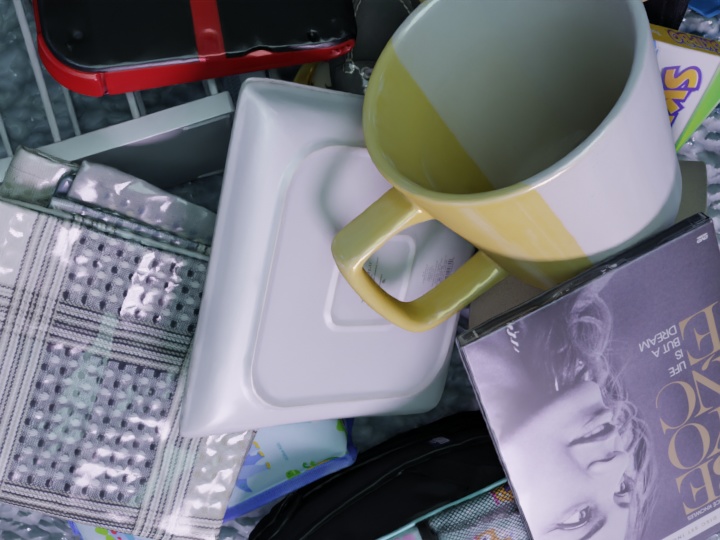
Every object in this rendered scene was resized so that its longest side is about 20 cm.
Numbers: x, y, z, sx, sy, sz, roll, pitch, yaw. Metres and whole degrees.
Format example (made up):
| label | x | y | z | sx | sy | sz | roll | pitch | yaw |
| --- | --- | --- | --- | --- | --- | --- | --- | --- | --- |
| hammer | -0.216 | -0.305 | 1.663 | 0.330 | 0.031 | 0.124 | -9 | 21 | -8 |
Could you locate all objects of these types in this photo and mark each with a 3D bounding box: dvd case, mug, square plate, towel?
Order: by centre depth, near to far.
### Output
| label | x | y | z | sx | sy | sz | roll | pitch | yaw |
| --- | --- | --- | --- | --- | --- | --- | --- | --- | --- |
| mug | 0.085 | -0.059 | 0.616 | 0.186 | 0.153 | 0.150 | -15 | 56 | 25 |
| dvd case | 0.147 | 0.086 | 0.623 | 0.148 | 0.016 | 0.201 | -26 | 118 | -8 |
| towel | -0.135 | 0.049 | 0.638 | 0.192 | 0.035 | 0.201 | 19 | 95 | -18 |
| square plate | 0.000 | 0.000 | 0.655 | 0.198 | 0.028 | 0.201 | 1 | 108 | -40 |

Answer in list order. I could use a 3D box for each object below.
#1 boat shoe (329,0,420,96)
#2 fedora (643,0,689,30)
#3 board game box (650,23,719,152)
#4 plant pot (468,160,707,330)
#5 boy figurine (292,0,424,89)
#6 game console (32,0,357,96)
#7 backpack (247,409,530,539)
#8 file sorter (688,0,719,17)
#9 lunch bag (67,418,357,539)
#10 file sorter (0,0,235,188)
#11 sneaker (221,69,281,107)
| label | x | y | z | sx | sy | sz | roll | pitch | yaw |
| --- | --- | --- | --- | --- | --- | --- | --- | --- | --- |
| boat shoe | 0.020 | -0.080 | 0.685 | 0.067 | 0.057 | 0.201 | -9 | 121 | -11 |
| fedora | 0.116 | -0.179 | 0.737 | 0.200 | 0.201 | 0.092 | -22 | 54 | -6 |
| board game box | 0.167 | -0.118 | 0.743 | 0.199 | 0.030 | 0.096 | 2 | 137 | -36 |
| plant pot | 0.143 | 0.022 | 0.742 | 0.134 | 0.200 | 0.201 | 8 | 92 | 12 |
| boy figurine | -0.001 | -0.184 | 0.717 | 0.124 | 0.064 | 0.201 | 24 | 104 | 33 |
| game console | -0.104 | -0.204 | 0.645 | 0.176 | 0.031 | 0.201 | -9 | 80 | -9 |
| backpack | 0.032 | 0.187 | 0.730 | 0.199 | 0.176 | 0.154 | -16 | 96 | -11 |
| file sorter | 0.196 | -0.277 | 0.747 | 0.199 | 0.139 | 0.123 | 23 | 86 | -8 |
| lunch bag | -0.124 | 0.078 | 0.736 | 0.199 | 0.127 | 0.171 | -24 | 101 | 6 |
| file sorter | -0.188 | -0.107 | 0.701 | 0.199 | 0.139 | 0.125 | -18 | 84 | -6 |
| sneaker | -0.038 | -0.074 | 0.767 | 0.071 | 0.073 | 0.201 | -23 | 105 | -15 |
